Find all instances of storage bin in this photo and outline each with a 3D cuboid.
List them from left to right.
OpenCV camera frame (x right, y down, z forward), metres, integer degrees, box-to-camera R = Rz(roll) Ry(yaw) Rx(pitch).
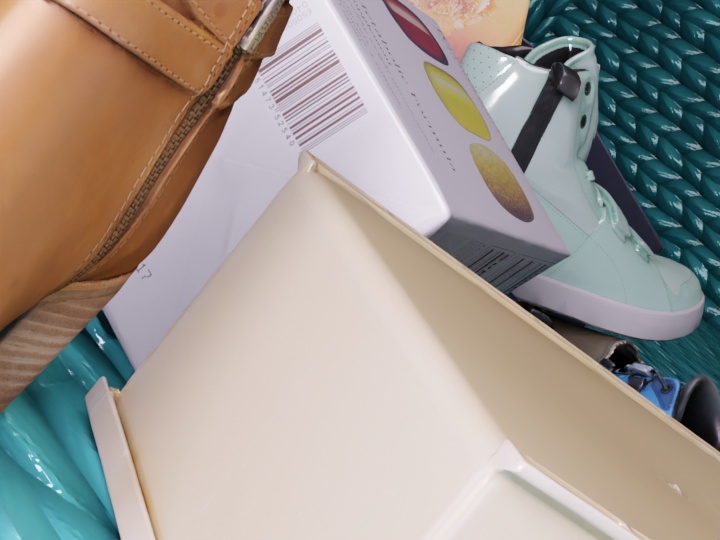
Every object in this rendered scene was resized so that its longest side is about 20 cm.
[{"bbox_3d":[0.049,0.086,0.478,0.198,0.094,0.200,35,8,-22],"label":"storage bin"}]

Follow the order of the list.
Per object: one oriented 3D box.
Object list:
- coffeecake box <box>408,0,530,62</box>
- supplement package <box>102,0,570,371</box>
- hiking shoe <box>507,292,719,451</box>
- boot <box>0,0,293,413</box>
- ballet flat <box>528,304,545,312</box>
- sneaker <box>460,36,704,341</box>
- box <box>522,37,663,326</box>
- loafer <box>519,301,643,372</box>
[{"bbox_3d":[0.002,-0.150,0.943,0.152,0.202,0.073,12,-2,-16],"label":"coffeecake box"},{"bbox_3d":[-0.016,-0.030,0.679,0.114,0.109,0.200,61,13,10],"label":"supplement package"},{"bbox_3d":[0.104,0.066,0.783,0.074,0.087,0.200,31,19,-47],"label":"hiking shoe"},{"bbox_3d":[-0.070,-0.035,0.395,0.077,0.156,0.200,40,8,14],"label":"boot"},{"bbox_3d":[0.020,-0.020,1.019,0.200,0.073,0.073,37,7,-22],"label":"ballet flat"},{"bbox_3d":[0.108,-0.040,0.913,0.200,0.119,0.074,16,9,-42],"label":"sneaker"},{"bbox_3d":[0.057,-0.075,1.203,0.198,0.123,0.200,46,-3,40],"label":"box"},{"bbox_3d":[0.106,0.059,0.934,0.075,0.070,0.200,29,17,-49],"label":"loafer"}]
